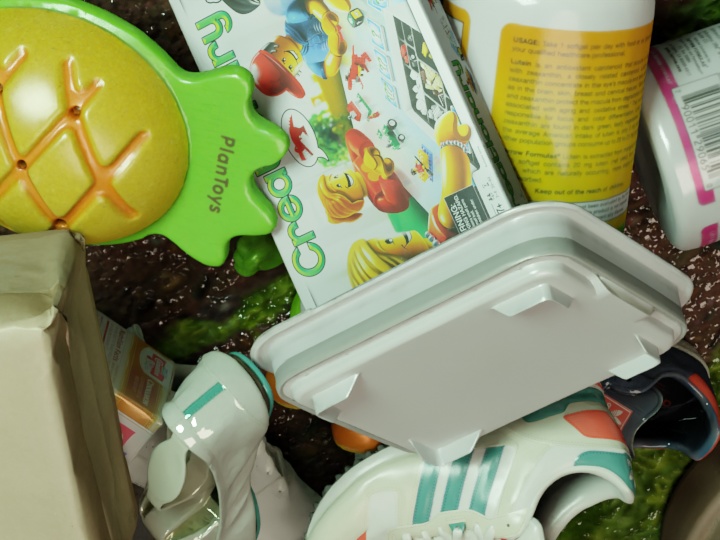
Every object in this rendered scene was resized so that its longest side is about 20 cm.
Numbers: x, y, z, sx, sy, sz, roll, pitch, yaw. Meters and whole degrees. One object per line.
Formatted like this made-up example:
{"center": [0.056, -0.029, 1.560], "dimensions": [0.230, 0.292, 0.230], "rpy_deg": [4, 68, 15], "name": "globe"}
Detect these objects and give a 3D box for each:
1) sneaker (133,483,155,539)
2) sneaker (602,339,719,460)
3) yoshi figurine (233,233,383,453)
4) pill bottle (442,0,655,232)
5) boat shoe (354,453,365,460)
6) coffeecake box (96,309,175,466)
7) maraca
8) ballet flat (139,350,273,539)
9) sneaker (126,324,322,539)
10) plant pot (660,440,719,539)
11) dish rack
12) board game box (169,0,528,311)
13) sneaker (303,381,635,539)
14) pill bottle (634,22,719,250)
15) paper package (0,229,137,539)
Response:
{"center": [-0.141, 0.207, 1.325], "dimensions": [0.076, 0.082, 0.201], "rpy_deg": [-12, 127, -5], "name": "sneaker"}
{"center": [0.132, 0.067, 1.291], "dimensions": [0.198, 0.085, 0.075], "rpy_deg": [11, 122, -21], "name": "sneaker"}
{"center": [-0.013, 0.003, 1.198], "dimensions": [0.111, 0.112, 0.202], "rpy_deg": [3, 122, -8], "name": "yoshi figurine"}
{"center": [0.095, -0.108, 1.127], "dimensions": [0.110, 0.111, 0.202], "rpy_deg": [1, 110, -14], "name": "pill bottle"}
{"center": [0.014, 0.175, 1.346], "dimensions": [0.068, 0.075, 0.201], "rpy_deg": [-17, 129, -8], "name": "boat shoe"}
{"center": [-0.226, 0.066, 1.175], "dimensions": [0.199, 0.073, 0.154], "rpy_deg": [35, 112, -14], "name": "coffeecake box"}
{"center": [-0.133, -0.070, 1.094], "dimensions": [0.198, 0.107, 0.138], "rpy_deg": [16, 126, 7], "name": "maraca"}
{"center": [-0.090, 0.113, 1.163], "dimensions": [0.069, 0.070, 0.201], "rpy_deg": [-4, 148, -11], "name": "ballet flat"}
{"center": [-0.079, 0.102, 1.274], "dimensions": [0.199, 0.075, 0.089], "rpy_deg": [33, 107, -29], "name": "sneaker"}
{"center": [0.310, 0.211, 1.385], "dimensions": [0.198, 0.175, 0.202], "rpy_deg": [-7, 128, -9], "name": "plant pot"}
{"center": [0.062, 0.042, 1.109], "dimensions": [0.199, 0.044, 0.171], "rpy_deg": [-28, 147, 26], "name": "dish rack"}
{"center": [-0.006, -0.084, 1.094], "dimensions": [0.125, 0.035, 0.201], "rpy_deg": [-24, 91, 23], "name": "board game box"}
{"center": [0.064, 0.136, 1.222], "dimensions": [0.199, 0.094, 0.070], "rpy_deg": [-28, 146, 3], "name": "sneaker"}
{"center": [0.250, -0.094, 1.186], "dimensions": [0.198, 0.114, 0.114], "rpy_deg": [-18, 128, 0], "name": "pill bottle"}
{"center": [-0.224, 0.090, 1.086], "dimensions": [0.198, 0.104, 0.192], "rpy_deg": [-5, 117, 6], "name": "paper package"}
